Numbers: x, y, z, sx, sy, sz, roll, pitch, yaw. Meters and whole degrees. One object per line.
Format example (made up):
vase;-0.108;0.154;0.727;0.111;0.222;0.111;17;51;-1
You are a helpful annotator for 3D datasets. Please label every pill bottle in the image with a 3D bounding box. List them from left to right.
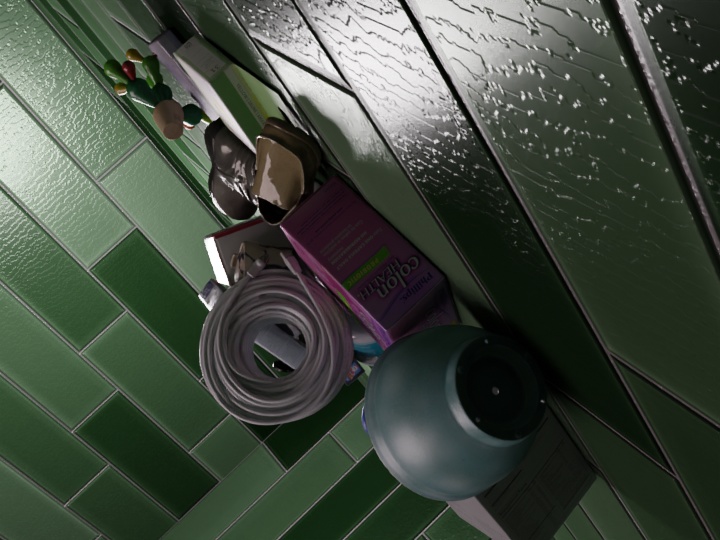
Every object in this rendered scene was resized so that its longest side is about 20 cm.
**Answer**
pill bottle;0.019;0.083;1.682;0.111;0.111;0.200;44;173;22

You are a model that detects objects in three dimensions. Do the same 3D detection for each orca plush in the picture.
orca plush;-0.118;0.128;1.735;0.200;0.071;0.105;51;175;4

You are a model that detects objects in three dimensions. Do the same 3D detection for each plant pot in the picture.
plant pot;0.123;0.145;1.198;0.200;0.200;0.134;48;146;-4

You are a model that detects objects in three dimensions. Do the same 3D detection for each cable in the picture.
cable;-0.109;0.100;1.394;0.200;0.200;0.069;48;179;13

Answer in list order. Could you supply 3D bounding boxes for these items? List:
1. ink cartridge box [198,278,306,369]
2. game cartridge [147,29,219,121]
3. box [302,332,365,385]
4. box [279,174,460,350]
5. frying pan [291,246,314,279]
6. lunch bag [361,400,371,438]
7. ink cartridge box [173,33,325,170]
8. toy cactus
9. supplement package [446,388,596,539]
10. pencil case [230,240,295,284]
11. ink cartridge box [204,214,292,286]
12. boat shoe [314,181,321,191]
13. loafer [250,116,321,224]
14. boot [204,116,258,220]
ink cartridge box;-0.137;0.090;1.559;0.200;0.041;0.200;36;176;-13
game cartridge;-0.224;-0.261;1.555;0.200;0.038;0.130;49;168;-18
box;-0.076;0.086;1.694;0.200;0.038;0.137;52;175;-6
box;0.016;0.008;1.347;0.200;0.097;0.176;43;172;23
frying pan;-0.013;0.009;1.481;0.190;0.115;0.031;45;156;14
lunch bag;0.081;0.166;1.492;0.075;0.200;0.160;-8;136;38
ink cartridge box;-0.138;-0.198;1.336;0.200;0.048;0.146;44;172;42
toy cactus;-0.288;-0.258;1.626;0.200;0.102;0.165;35;-160;-40
supplement package;0.176;0.245;1.403;0.152;0.151;0.200;23;157;51
pencil case;-0.084;0.000;1.534;0.089;0.200;0.078;-131;45;-76
ink cartridge box;-0.157;-0.040;1.664;0.200;0.145;0.084;-175;64;-78
boat shoe;-0.082;-0.090;1.509;0.074;0.065;0.200;51;172;-27
loafer;-0.093;-0.114;1.311;0.076;0.068;0.200;25;158;13
boot;-0.157;-0.111;1.505;0.131;0.068;0.200;47;159;32
